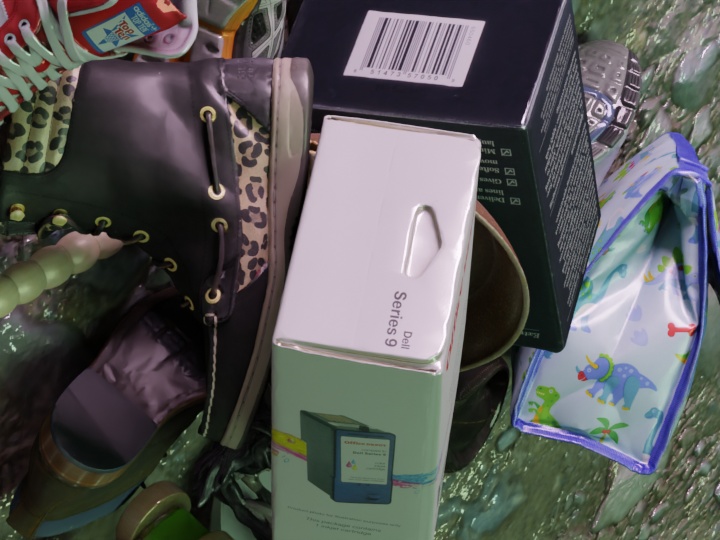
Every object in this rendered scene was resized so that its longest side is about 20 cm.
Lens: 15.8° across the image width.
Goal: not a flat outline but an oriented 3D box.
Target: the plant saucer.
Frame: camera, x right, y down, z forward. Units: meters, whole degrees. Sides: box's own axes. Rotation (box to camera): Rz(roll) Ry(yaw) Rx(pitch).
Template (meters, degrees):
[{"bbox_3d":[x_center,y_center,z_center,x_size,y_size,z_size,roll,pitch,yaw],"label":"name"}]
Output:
[{"bbox_3d":[0.000,-0.015,1.424,0.200,0.200,0.037,75,28,-50],"label":"plant saucer"}]

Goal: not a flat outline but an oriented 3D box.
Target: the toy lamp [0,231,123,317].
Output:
[{"bbox_3d":[-0.170,0.003,1.335,0.200,0.058,0.058,-34,141,-37],"label":"toy lamp"}]

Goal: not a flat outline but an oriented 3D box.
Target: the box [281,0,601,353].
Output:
[{"bbox_3d":[0.047,-0.061,1.463,0.200,0.148,0.107,76,27,-50],"label":"box"}]

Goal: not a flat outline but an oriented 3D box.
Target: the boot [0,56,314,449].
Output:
[{"bbox_3d":[-0.106,-0.017,1.297,0.073,0.150,0.200,-93,-168,-76],"label":"boot"}]

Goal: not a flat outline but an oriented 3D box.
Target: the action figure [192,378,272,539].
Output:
[{"bbox_3d":[-0.032,0.110,1.469,0.119,0.102,0.200,-61,167,-15],"label":"action figure"}]

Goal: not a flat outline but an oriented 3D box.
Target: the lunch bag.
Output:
[{"bbox_3d":[0.182,0.012,1.717,0.170,0.127,0.200,-79,-172,-78],"label":"lunch bag"}]

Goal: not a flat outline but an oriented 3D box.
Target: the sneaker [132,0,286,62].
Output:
[{"bbox_3d":[-0.069,-0.148,1.338,0.077,0.078,0.200,-30,144,-58],"label":"sneaker"}]

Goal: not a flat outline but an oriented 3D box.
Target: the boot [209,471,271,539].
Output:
[{"bbox_3d":[-0.075,0.180,1.609,0.073,0.096,0.200,16,75,-19],"label":"boot"}]

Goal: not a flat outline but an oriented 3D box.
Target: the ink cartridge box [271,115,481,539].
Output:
[{"bbox_3d":[0.008,0.041,1.310,0.200,0.087,0.145,95,5,-55],"label":"ink cartridge box"}]

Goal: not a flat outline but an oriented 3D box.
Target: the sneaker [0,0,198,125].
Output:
[{"bbox_3d":[-0.152,-0.101,1.213,0.200,0.112,0.071,-59,148,1],"label":"sneaker"}]

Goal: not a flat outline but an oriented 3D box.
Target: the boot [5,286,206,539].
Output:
[{"bbox_3d":[-0.128,0.076,1.469,0.200,0.075,0.097,-38,171,-48],"label":"boot"}]

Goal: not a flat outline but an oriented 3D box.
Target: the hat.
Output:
[{"bbox_3d":[0.042,0.084,1.674,0.201,0.081,0.201,-34,142,-32],"label":"hat"}]

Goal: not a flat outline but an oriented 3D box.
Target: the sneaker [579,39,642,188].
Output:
[{"bbox_3d":[0.121,-0.058,1.677,0.200,0.074,0.087,-61,166,-8],"label":"sneaker"}]

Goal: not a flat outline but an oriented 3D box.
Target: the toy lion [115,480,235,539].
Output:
[{"bbox_3d":[-0.159,0.241,1.492,0.200,0.069,0.192,-36,150,-28],"label":"toy lion"}]

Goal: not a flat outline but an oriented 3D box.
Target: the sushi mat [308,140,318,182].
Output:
[{"bbox_3d":[0.000,0.000,1.402,0.200,0.096,0.012,89,17,-54],"label":"sushi mat"}]
